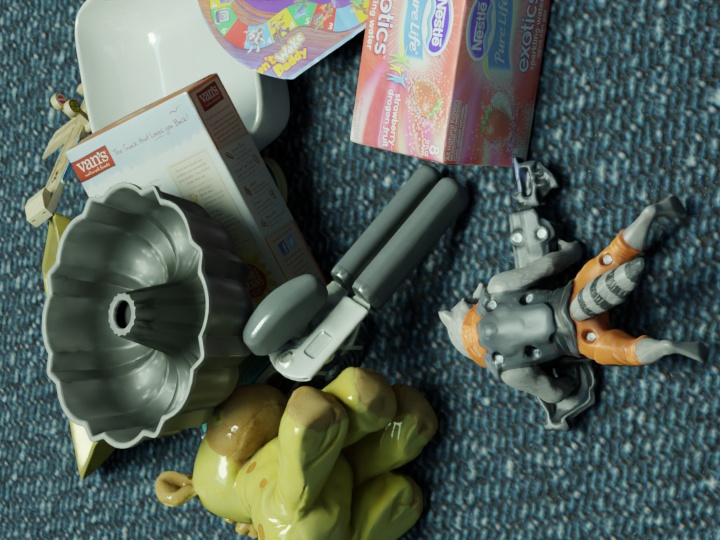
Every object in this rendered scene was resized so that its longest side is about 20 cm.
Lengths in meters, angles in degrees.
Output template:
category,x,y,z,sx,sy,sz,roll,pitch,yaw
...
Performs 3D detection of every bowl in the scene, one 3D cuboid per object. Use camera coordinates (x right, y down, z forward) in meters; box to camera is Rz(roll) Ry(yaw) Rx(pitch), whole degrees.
category,x,y,z,sx,sy,sz,roll,pitch,yaw
bowl,-0.139,-0.165,1.793,0.199,0.074,0.202,-27,71,39

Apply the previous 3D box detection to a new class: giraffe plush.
category,x,y,z,sx,sy,sz,roll,pitch,yaw
giraffe plush,-0.060,0.153,1.649,0.162,0.172,0.201,24,92,43

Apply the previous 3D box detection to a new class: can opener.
category,x,y,z,sx,sy,sz,roll,pitch,yaw
can opener,0.000,0.000,1.602,0.200,0.067,0.053,-46,47,-11

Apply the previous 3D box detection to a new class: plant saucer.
category,x,y,z,sx,sy,sz,roll,pitch,yaw
plant saucer,-0.233,0.066,1.866,0.200,0.048,0.202,127,133,-72

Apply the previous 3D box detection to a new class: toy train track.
category,x,y,z,sx,sy,sz,roll,pitch,yaw
toy train track,-0.259,-0.114,1.862,0.114,0.033,0.201,-33,27,33

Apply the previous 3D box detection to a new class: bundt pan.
category,x,y,z,sx,sy,sz,roll,pitch,yaw
bundt pan,-0.156,0.035,1.647,0.201,0.075,0.204,-5,83,44

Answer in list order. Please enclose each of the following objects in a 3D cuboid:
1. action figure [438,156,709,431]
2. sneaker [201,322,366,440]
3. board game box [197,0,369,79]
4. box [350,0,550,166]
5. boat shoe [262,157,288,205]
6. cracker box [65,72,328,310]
category,x,y,z,sx,sy,sz,roll,pitch,yaw
action figure,0.136,0.006,1.501,0.193,0.104,0.202,-21,77,34
sneaker,-0.073,0.079,1.735,0.200,0.077,0.080,-40,54,38
board game box,-0.048,-0.249,1.672,0.199,0.039,0.159,-33,71,15
box,0.071,-0.182,1.568,0.102,0.094,0.202,17,102,43
boat shoe,-0.132,-0.018,1.797,0.200,0.065,0.073,-51,57,33
cracker box,-0.129,-0.039,1.716,0.133,0.058,0.201,-22,101,32
